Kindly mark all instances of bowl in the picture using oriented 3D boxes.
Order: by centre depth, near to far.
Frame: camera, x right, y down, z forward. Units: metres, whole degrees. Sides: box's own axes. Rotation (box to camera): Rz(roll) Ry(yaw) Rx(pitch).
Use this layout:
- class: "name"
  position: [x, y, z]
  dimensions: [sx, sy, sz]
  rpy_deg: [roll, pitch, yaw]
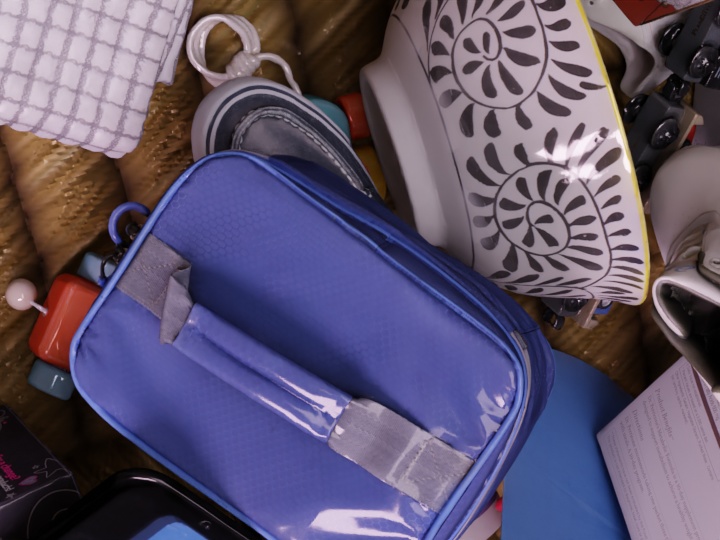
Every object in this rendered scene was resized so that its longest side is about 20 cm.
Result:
- class: "bowl"
  position: [0.056, -0.066, 1.375]
  dimensions: [0.094, 0.201, 0.202]
  rpy_deg: [-18, 108, -4]

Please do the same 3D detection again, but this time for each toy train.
- class: "toy train"
  position: [-0.067, -0.012, 1.400]
  dimensions: [0.150, 0.056, 0.201]
  rpy_deg: [29, 89, -26]
- class: "toy train"
  position: [0.144, -0.057, 1.465]
  dimensions: [0.046, 0.034, 0.201]
  rpy_deg: [7, 117, -45]

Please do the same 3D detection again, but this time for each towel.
- class: "towel"
  position: [-0.150, -0.165, 1.320]
  dimensions: [0.165, 0.086, 0.201]
  rpy_deg: [13, 94, -26]

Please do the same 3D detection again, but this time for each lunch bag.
- class: "lunch bag"
  position: [-0.024, 0.035, 1.257]
  dimensions: [0.200, 0.132, 0.136]
  rpy_deg: [34, 95, 7]

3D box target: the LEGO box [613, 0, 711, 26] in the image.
- class: "LEGO box"
  position: [0.146, -0.239, 1.382]
  dimensions: [0.149, 0.077, 0.200]
  rpy_deg: [47, 50, -23]

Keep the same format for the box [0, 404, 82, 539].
- class: "box"
  position: [-0.160, 0.183, 1.357]
  dimensions: [0.114, 0.132, 0.201]
  rpy_deg: [-25, 110, -14]

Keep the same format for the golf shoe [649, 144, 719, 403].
- class: "golf shoe"
  position: [0.168, 0.001, 1.362]
  dimensions: [0.097, 0.200, 0.078]
  rpy_deg: [20, 118, -35]

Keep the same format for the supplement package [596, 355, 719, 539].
- class: "supplement package"
  position: [0.228, 0.075, 1.427]
  dimensions: [0.113, 0.110, 0.200]
  rpy_deg: [17, 131, -36]

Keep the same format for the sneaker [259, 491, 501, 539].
- class: "sneaker"
  position: [-0.033, 0.127, 1.440]
  dimensions: [0.200, 0.073, 0.115]
  rpy_deg: [-38, 110, -23]

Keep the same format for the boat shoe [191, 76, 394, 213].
- class: "boat shoe"
  position: [0.000, 0.000, 1.351]
  dimensions: [0.071, 0.091, 0.201]
  rpy_deg: [-37, 113, -8]

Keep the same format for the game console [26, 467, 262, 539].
- class: "game console"
  position: [-0.082, 0.204, 1.250]
  dimensions: [0.200, 0.116, 0.176]
  rpy_deg: [37, 71, -21]

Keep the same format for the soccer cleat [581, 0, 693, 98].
- class: "soccer cleat"
  position: [0.101, -0.165, 1.435]
  dimensions: [0.200, 0.069, 0.078]
  rpy_deg: [43, 86, -27]

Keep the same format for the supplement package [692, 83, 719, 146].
- class: "supplement package"
  position: [0.243, -0.099, 1.479]
  dimensions: [0.116, 0.117, 0.201]
  rpy_deg: [1, 100, -21]

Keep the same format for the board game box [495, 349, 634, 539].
- class: "board game box"
  position: [0.113, 0.136, 1.465]
  dimensions: [0.158, 0.201, 0.039]
  rpy_deg: [37, 126, -26]
